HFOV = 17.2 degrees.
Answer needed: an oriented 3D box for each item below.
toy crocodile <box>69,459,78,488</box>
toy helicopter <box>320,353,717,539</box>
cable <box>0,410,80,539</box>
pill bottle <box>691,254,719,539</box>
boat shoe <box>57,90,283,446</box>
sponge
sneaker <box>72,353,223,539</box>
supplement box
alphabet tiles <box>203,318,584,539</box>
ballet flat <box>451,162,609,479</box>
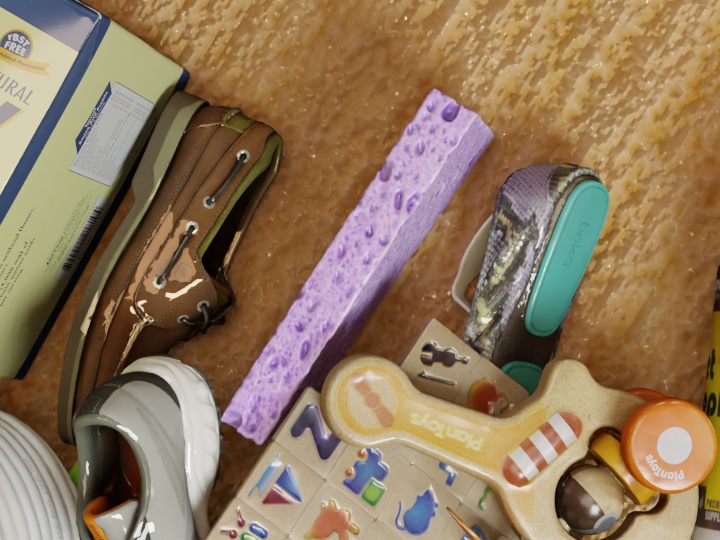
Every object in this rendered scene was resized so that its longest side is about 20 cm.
[{"bbox_3d":[-0.123,0.160,1.259,0.061,0.067,0.202,13,89,40],"label":"toy crocodile"},{"bbox_3d":[0.071,0.101,1.179,0.198,0.079,0.133,21,89,-7],"label":"toy helicopter"},{"bbox_3d":[-0.220,0.169,1.245,0.199,0.069,0.202,20,95,39],"label":"cable"},{"bbox_3d":[0.229,0.049,1.202,0.108,0.109,0.202,6,87,9],"label":"pill bottle"},{"bbox_3d":[-0.102,0.006,1.273,0.067,0.072,0.202,20,89,10],"label":"boat shoe"},{"bbox_3d":[0.000,0.000,1.238,0.030,0.112,0.201,33,92,7],"label":"sponge"},{"bbox_3d":[-0.105,0.147,1.181,0.073,0.079,0.202,-7,97,33],"label":"sneaker"},{"bbox_3d":[-0.210,-0.062,1.229,0.134,0.200,0.201,29,91,9],"label":"supplement box"},{"bbox_3d":[0.019,0.134,1.188,0.167,0.008,0.201,38,75,-14],"label":"alphabet tiles"},{"bbox_3d":[0.072,0.037,1.256,0.071,0.072,0.202,19,89,9],"label":"ballet flat"}]
